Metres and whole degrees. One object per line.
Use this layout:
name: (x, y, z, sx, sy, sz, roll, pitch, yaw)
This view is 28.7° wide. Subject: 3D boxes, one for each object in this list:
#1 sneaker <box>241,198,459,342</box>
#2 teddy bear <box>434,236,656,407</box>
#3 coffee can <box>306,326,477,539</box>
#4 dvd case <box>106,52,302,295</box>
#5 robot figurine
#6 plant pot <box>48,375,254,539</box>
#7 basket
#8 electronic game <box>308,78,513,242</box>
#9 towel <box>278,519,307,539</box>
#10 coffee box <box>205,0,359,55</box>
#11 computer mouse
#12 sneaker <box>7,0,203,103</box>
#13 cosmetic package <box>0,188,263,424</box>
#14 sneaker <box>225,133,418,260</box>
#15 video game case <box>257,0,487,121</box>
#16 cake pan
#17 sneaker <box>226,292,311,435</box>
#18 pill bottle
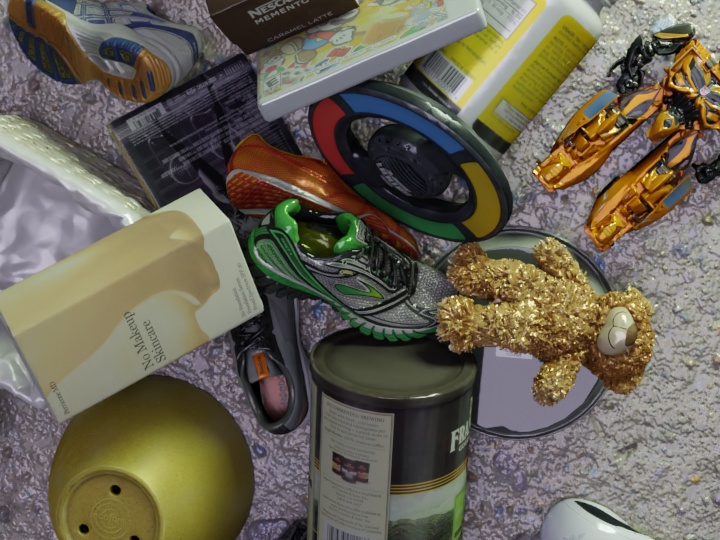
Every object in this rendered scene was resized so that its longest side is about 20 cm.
sneaker: (0.000, 0.000, 1.215, 0.198, 0.079, 0.085, 18, 141, -17)
teddy bear: (0.161, 0.040, 1.209, 0.199, 0.067, 0.145, 31, 58, 6)
coffee can: (0.024, 0.168, 1.246, 0.145, 0.147, 0.202, 6, 113, 8)
dvd case: (-0.117, -0.079, 1.278, 0.148, 0.016, 0.201, -32, 92, -24)
robot figurine: (0.256, -0.118, 1.233, 0.200, 0.058, 0.145, -43, 91, 13)
plant pot: (-0.210, 0.212, 1.311, 0.198, 0.142, 0.202, 1, 99, 8)
basket: (-0.304, -0.017, 1.282, 0.199, 0.161, 0.199, 29, 101, 3)
electronic game: (0.041, -0.092, 1.213, 0.199, 0.200, 0.042, 31, 68, 3)
towel: (-0.100, 0.327, 1.282, 0.085, 0.200, 0.166, 37, 104, 1)
coffee box: (-0.087, -0.304, 1.208, 0.113, 0.080, 0.202, -22, 67, 12)
computer mouse: (0.257, 0.283, 1.298, 0.199, 0.044, 0.110, 26, 102, 4)
sneaker: (-0.234, -0.214, 1.296, 0.199, 0.088, 0.076, 26, 135, 23)
cosmetic package: (-0.192, 0.028, 1.172, 0.199, 0.071, 0.106, -30, 127, -14)
sneaker: (-0.027, -0.063, 1.265, 0.199, 0.078, 0.073, 30, 137, -23)
video game case: (0.003, -0.217, 1.203, 0.198, 0.183, 0.023, -22, 124, 11)
cake pan: (0.141, 0.062, 1.288, 0.198, 0.037, 0.202, 1, 99, 8)
sneaker: (-0.090, 0.057, 1.302, 0.073, 0.079, 0.202, -17, 94, 13)
pill bottle: (0.135, -0.202, 1.211, 0.114, 0.114, 0.200, 40, 102, 1)
